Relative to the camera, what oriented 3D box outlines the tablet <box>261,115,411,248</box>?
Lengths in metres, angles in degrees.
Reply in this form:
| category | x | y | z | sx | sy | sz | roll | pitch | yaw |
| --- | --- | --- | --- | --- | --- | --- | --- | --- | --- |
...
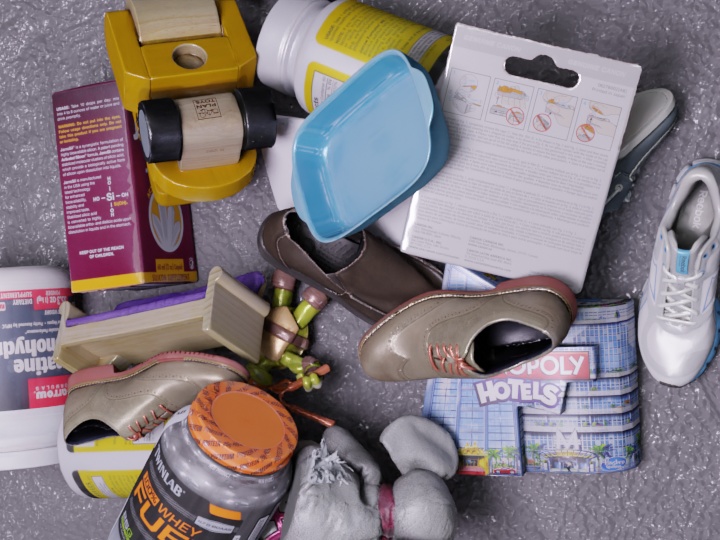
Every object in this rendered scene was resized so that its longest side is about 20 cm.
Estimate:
| category | x | y | z | sx | sy | sz | roll | pitch | yaw |
| --- | --- | --- | --- | --- | --- | --- | --- | --- | --- |
| tablet | -0.005 | -0.078 | 1.218 | 0.200 | 0.014 | 0.130 | 12 | 131 | 33 |

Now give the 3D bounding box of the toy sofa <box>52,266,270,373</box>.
| category | x | y | z | sx | sy | sz | roll | pitch | yaw |
| --- | --- | --- | --- | --- | --- | --- | --- | --- | --- |
| toy sofa | -0.190 | 0.045 | 1.253 | 0.200 | 0.083 | 0.098 | -12 | 57 | 30 |

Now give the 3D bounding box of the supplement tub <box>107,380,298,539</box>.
| category | x | y | z | sx | sy | sz | roll | pitch | yaw |
| --- | --- | --- | --- | --- | --- | --- | --- | --- | --- |
| supplement tub | -0.139 | 0.202 | 1.171 | 0.122 | 0.122 | 0.200 | 39 | 121 | 17 |

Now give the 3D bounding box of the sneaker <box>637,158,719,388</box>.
| category | x | y | z | sx | sy | sz | roll | pitch | yaw |
| --- | --- | --- | --- | --- | --- | --- | --- | --- | --- |
| sneaker | 0.273 | 0.002 | 1.120 | 0.075 | 0.087 | 0.200 | 8 | 95 | 21 |

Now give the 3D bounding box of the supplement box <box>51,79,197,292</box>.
| category | x | y | z | sx | sy | sz | roll | pitch | yaw |
| --- | --- | --- | --- | --- | --- | --- | --- | --- | --- |
| supplement box | -0.234 | -0.081 | 1.316 | 0.086 | 0.110 | 0.200 | -7 | 88 | 22 |

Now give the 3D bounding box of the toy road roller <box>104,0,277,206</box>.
| category | x | y | z | sx | sy | sz | roll | pitch | yaw |
| --- | --- | --- | --- | --- | --- | --- | --- | --- | --- |
| toy road roller | -0.163 | -0.151 | 1.237 | 0.123 | 0.146 | 0.200 | -10 | 59 | -18 |

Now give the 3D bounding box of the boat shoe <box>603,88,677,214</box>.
| category | x | y | z | sx | sy | sz | roll | pitch | yaw |
| --- | --- | --- | --- | --- | --- | --- | --- | --- | --- |
| boat shoe | 0.208 | -0.079 | 1.171 | 0.200 | 0.073 | 0.062 | -43 | 119 | 11 |

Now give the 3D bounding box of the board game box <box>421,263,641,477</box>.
| category | x | y | z | sx | sy | sz | roll | pitch | yaw |
| --- | --- | --- | --- | --- | --- | --- | --- | --- | --- |
| board game box | 0.142 | 0.080 | 1.174 | 0.200 | 0.062 | 0.200 | -2 | 99 | 23 |

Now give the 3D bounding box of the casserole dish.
| category | x | y | z | sx | sy | sz | roll | pitch | yaw |
| --- | --- | --- | --- | --- | --- | --- | --- | --- | --- |
| casserole dish | 0.010 | -0.102 | 1.120 | 0.200 | 0.039 | 0.121 | -36 | 63 | 46 |

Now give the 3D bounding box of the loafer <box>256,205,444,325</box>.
| category | x | y | z | sx | sy | sz | roll | pitch | yaw |
| --- | --- | --- | --- | --- | --- | --- | --- | --- | --- |
| loafer | 0.000 | 0.000 | 1.206 | 0.200 | 0.071 | 0.073 | 22 | 74 | -5 |

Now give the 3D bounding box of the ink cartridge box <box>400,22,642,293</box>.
| category | x | y | z | sx | sy | sz | roll | pitch | yaw |
| --- | --- | --- | --- | --- | --- | --- | --- | --- | --- |
| ink cartridge box | 0.133 | -0.094 | 1.111 | 0.161 | 0.050 | 0.200 | 14 | 104 | 3 |

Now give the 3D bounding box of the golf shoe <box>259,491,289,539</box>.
| category | x | y | z | sx | sy | sz | roll | pitch | yaw |
| --- | --- | --- | --- | --- | --- | --- | --- | --- | --- |
| golf shoe | -0.047 | 0.238 | 1.270 | 0.200 | 0.073 | 0.092 | 8 | 77 | 15 |

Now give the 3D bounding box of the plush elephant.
| category | x | y | z | sx | sy | sz | roll | pitch | yaw |
| --- | --- | --- | --- | --- | --- | --- | --- | --- | --- |
| plush elephant | 0.014 | 0.213 | 1.150 | 0.155 | 0.200 | 0.165 | 14 | 59 | -8 |

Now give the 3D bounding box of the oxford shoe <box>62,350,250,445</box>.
| category | x | y | z | sx | sy | sz | roll | pitch | yaw |
| --- | --- | --- | --- | --- | --- | --- | --- | --- | --- |
| oxford shoe | -0.190 | 0.125 | 1.219 | 0.200 | 0.070 | 0.075 | -14 | 52 | 28 |

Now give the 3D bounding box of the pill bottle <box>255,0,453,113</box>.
| category | x | y | z | sx | sy | sz | roll | pitch | yaw |
| --- | --- | --- | --- | --- | --- | --- | --- | --- | --- |
| pill bottle | 0.011 | -0.182 | 1.211 | 0.200 | 0.114 | 0.114 | 25 | 100 | 20 |

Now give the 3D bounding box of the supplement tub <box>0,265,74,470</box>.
| category | x | y | z | sx | sy | sz | roll | pitch | yaw |
| --- | --- | --- | --- | --- | --- | --- | --- | --- | --- |
| supplement tub | -0.361 | 0.098 | 1.354 | 0.140 | 0.140 | 0.200 | -5 | 89 | 23 |

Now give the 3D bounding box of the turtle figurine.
| category | x | y | z | sx | sy | sz | roll | pitch | yaw |
| --- | --- | --- | --- | --- | --- | --- | --- | --- | --- |
| turtle figurine | -0.067 | 0.057 | 1.271 | 0.200 | 0.064 | 0.161 | 28 | 91 | 35 |

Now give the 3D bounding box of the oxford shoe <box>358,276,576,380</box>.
| category | x | y | z | sx | sy | sz | roll | pitch | yaw |
| --- | --- | --- | --- | --- | --- | --- | --- | --- | --- |
| oxford shoe | 0.080 | 0.058 | 1.107 | 0.200 | 0.075 | 0.071 | -20 | 109 | 26 |

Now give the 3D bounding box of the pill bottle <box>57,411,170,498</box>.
| category | x | y | z | sx | sy | sz | roll | pitch | yaw |
| --- | --- | --- | --- | --- | --- | --- | --- | --- | --- |
| pill bottle | -0.188 | 0.169 | 1.299 | 0.200 | 0.111 | 0.112 | -4 | 89 | 23 |
